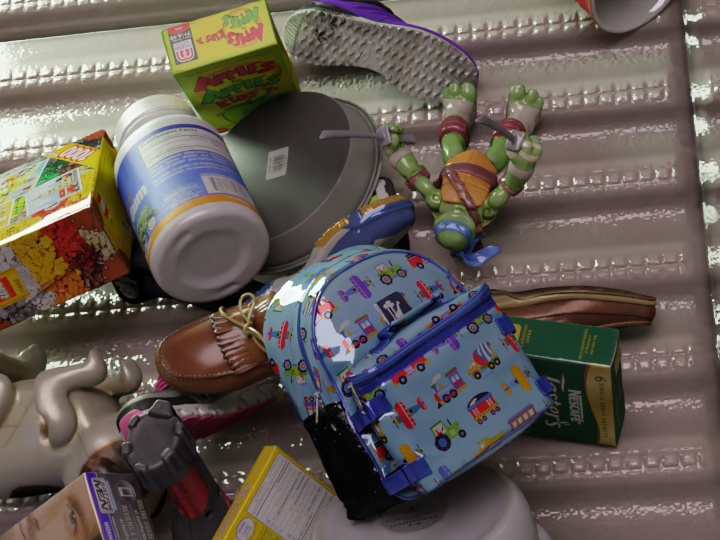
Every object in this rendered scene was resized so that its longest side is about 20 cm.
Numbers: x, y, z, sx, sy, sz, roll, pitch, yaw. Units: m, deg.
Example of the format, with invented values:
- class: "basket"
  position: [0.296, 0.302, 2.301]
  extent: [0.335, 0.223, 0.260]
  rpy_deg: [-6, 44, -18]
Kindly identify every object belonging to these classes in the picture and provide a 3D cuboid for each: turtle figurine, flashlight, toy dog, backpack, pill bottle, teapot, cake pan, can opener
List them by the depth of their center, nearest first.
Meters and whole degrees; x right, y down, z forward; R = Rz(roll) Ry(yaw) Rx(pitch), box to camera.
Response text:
- class: "backpack"
  position: [0.030, 0.068, 1.329]
  extent: [0.182, 0.135, 0.200]
  rpy_deg: [-27, 85, -28]
- class: "teapot"
  position: [0.054, 0.255, 1.361]
  extent: [0.200, 0.146, 0.197]
  rpy_deg: [8, 32, 40]
- class: "flashlight"
  position: [-0.147, 0.188, 1.407]
  extent: [0.068, 0.200, 0.068]
  rpy_deg: [-33, 58, -8]
- class: "toy dog"
  position: [-0.262, 0.155, 1.493]
  extent: [0.200, 0.140, 0.194]
  rpy_deg: [17, 74, 21]
- class: "turtle figurine"
  position: [0.098, -0.126, 1.566]
  extent: [0.144, 0.200, 0.194]
  rpy_deg: [-26, 24, 34]
- class: "pill bottle"
  position: [-0.165, -0.073, 1.571]
  extent: [0.112, 0.112, 0.200]
  rpy_deg: [-25, 46, -4]
- class: "can opener"
  position: [-0.160, 0.008, 1.604]
  extent: [0.200, 0.063, 0.079]
  rpy_deg: [17, 63, 22]
- class: "cake pan"
  position: [-0.073, -0.091, 1.623]
  extent: [0.200, 0.037, 0.200]
  rpy_deg: [-18, 51, 25]

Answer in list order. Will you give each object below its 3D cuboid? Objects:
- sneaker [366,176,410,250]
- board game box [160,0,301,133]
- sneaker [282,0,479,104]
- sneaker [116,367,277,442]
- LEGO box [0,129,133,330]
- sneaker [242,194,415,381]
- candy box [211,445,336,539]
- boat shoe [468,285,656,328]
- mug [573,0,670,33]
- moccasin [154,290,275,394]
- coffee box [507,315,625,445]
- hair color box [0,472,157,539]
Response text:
- class: "sneaker"
  position: [0.000, 0.000, 1.568]
  extent: [0.083, 0.072, 0.200]
  rpy_deg: [-6, 58, 10]
- class: "board game box"
  position: [-0.119, -0.192, 1.636]
  extent: [0.101, 0.200, 0.048]
  rpy_deg: [-16, 77, 2]
- class: "sneaker"
  position: [0.029, -0.234, 1.709]
  extent: [0.200, 0.070, 0.100]
  rpy_deg: [19, 28, 4]
- class: "sneaker"
  position: [-0.153, 0.100, 1.464]
  extent: [0.074, 0.200, 0.088]
  rpy_deg: [-36, 78, 29]
- class: "LEGO box"
  position: [-0.295, -0.039, 1.593]
  extent: [0.149, 0.077, 0.200]
  rpy_deg: [-23, 25, 6]
- class: "sneaker"
  position: [-0.016, 0.019, 1.505]
  extent: [0.200, 0.075, 0.088]
  rpy_deg: [-42, 70, 13]
- class: "candy box"
  position: [-0.087, 0.257, 1.416]
  extent: [0.026, 0.102, 0.200]
  rpy_deg: [-7, 47, 54]
- class: "boat shoe"
  position: [0.164, 0.049, 1.512]
  extent: [0.200, 0.072, 0.068]
  rpy_deg: [-3, 91, 2]
- class: "mug"
  position: [0.233, -0.344, 1.721]
  extent: [0.200, 0.177, 0.134]
  rpy_deg: [45, 113, 35]
- class: "moccasin"
  position: [-0.072, 0.051, 1.408]
  extent: [0.201, 0.078, 0.074]
  rpy_deg: [-10, 64, -12]
- class: "coffee box"
  position: [0.125, 0.089, 1.454]
  extent: [0.200, 0.123, 0.044]
  rpy_deg: [7, 52, 15]
- class: "hair color box"
  position: [-0.253, 0.260, 1.401]
  extent: [0.200, 0.065, 0.109]
  rpy_deg: [-37, 62, 29]
